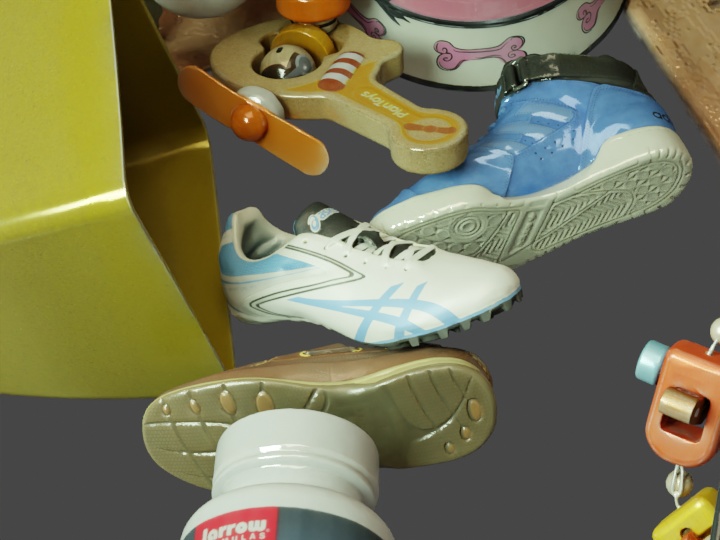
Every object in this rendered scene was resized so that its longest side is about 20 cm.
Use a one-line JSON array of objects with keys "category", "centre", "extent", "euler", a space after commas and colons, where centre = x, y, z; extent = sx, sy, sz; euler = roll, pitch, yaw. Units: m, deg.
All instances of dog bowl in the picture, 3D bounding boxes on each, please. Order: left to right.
[{"category": "dog bowl", "centre": [0.073, -0.213, 1.657], "extent": [0.199, 0.074, 0.201], "euler": [-2, 53, 3]}]

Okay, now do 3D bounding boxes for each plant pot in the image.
[{"category": "plant pot", "centre": [-0.190, -0.039, 1.487], "extent": [0.176, 0.200, 0.201], "euler": [-15, 53, 8]}]

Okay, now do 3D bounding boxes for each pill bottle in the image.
[{"category": "pill bottle", "centre": [-0.040, 0.179, 1.350], "extent": [0.119, 0.120, 0.201], "euler": [0, 53, 4]}]

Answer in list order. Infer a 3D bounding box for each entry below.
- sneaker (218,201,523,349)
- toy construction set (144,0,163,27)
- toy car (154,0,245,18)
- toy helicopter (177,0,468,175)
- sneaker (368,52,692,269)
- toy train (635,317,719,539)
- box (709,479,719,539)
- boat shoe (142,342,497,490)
[{"category": "sneaker", "centre": [0.000, 0.000, 1.469], "extent": [0.199, 0.073, 0.072], "euler": [4, 23, 35]}, {"category": "toy construction set", "centre": [-0.211, -0.173, 1.645], "extent": [0.199, 0.092, 0.131], "euler": [23, 58, 7]}, {"category": "toy car", "centre": [-0.072, -0.266, 1.579], "extent": [0.150, 0.200, 0.175], "euler": [46, 52, -17]}, {"category": "toy helicopter", "centre": [-0.017, -0.102, 1.537], "extent": [0.132, 0.079, 0.200], "euler": [-26, 39, -32]}, {"category": "sneaker", "centre": [0.087, -0.068, 1.549], "extent": [0.199, 0.077, 0.112], "euler": [-20, 50, -4]}, {"category": "toy train", "centre": [0.219, 0.124, 1.356], "extent": [0.199, 0.151, 0.056], "euler": [27, 25, 17]}, {"category": "box", "centre": [0.275, 0.109, 1.258], "extent": [0.199, 0.050, 0.200], "euler": [8, 73, 16]}, {"category": "boat shoe", "centre": [-0.022, 0.079, 1.462], "extent": [0.199, 0.072, 0.068], "euler": [-7, 20, 4]}]
